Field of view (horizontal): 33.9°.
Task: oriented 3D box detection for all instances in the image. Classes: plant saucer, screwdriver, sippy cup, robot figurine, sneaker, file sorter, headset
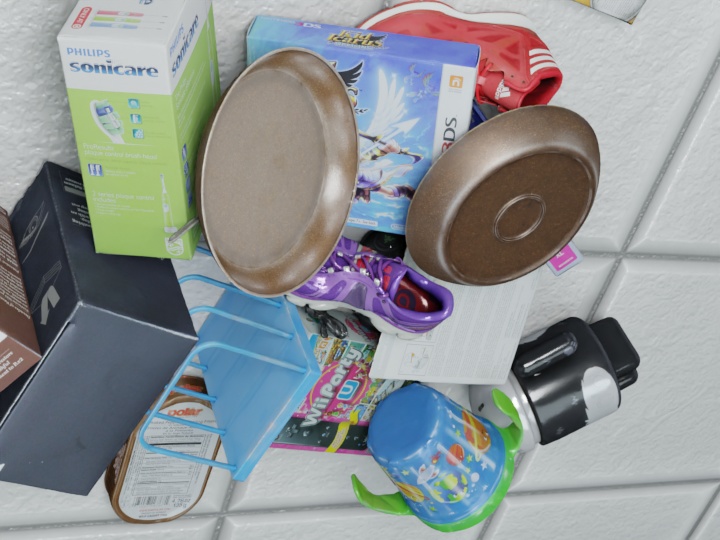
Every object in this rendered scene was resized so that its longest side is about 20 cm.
[{"bbox_3d":[0.136,-0.056,1.060,0.199,0.035,0.201,-17,137,-16],"label":"plant saucer"},{"bbox_3d":[-0.111,-0.056,0.971,0.028,0.200,0.029,-31,105,27],"label":"screwdriver"},{"bbox_3d":[0.078,0.193,1.275,0.130,0.139,0.179,44,75,-39],"label":"sippy cup"},{"bbox_3d":[0.222,0.129,1.378,0.199,0.125,0.151,-25,111,-4],"label":"robot figurine"},{"bbox_3d":[0.093,-0.183,1.055,0.198,0.116,0.079,-10,130,-19],"label":"sneaker"},{"bbox_3d":[-0.144,0.064,1.098,0.122,0.201,0.139,21,117,-32],"label":"file sorter"},{"bbox_3d":[0.032,0.020,1.211,0.199,0.094,0.124,-12,129,-33],"label":"headset"},{"bbox_3d":[-0.070,-0.080,0.959,0.200,0.032,0.202,-22,118,-49],"label":"plant saucer"},{"bbox_3d":[0.000,0.000,1.094,0.198,0.081,0.083,19,160,-20],"label":"sneaker"}]

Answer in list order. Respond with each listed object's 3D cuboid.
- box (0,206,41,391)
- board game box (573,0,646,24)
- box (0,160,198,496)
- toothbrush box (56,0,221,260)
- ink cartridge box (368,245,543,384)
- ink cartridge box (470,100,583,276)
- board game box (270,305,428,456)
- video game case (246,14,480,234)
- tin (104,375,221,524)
[{"bbox_3d":[-0.333,0.019,0.967,0.100,0.201,0.075,-37,133,9],"label":"box"},{"bbox_3d":[0.242,-0.333,1.057,0.134,0.035,0.201,12,122,-32],"label":"board game box"},{"bbox_3d":[-0.257,0.051,1.030,0.117,0.201,0.197,21,118,-36],"label":"box"},{"bbox_3d":[-0.167,-0.132,0.944,0.085,0.146,0.201,5,131,4],"label":"toothbrush box"},{"bbox_3d":[0.095,0.037,1.241,0.199,0.050,0.164,7,105,-37],"label":"ink cartridge box"},{"bbox_3d":[0.142,-0.091,1.154,0.042,0.120,0.200,-33,135,9],"label":"ink cartridge box"},{"bbox_3d":[-0.027,0.122,1.269,0.199,0.064,0.148,13,115,-42],"label":"board game box"},{"bbox_3d":[-0.003,-0.123,1.050,0.198,0.046,0.183,9,128,5],"label":"video game case"},{"bbox_3d":[-0.212,0.201,1.292,0.111,0.042,0.201,0,127,-30],"label":"tin"}]
